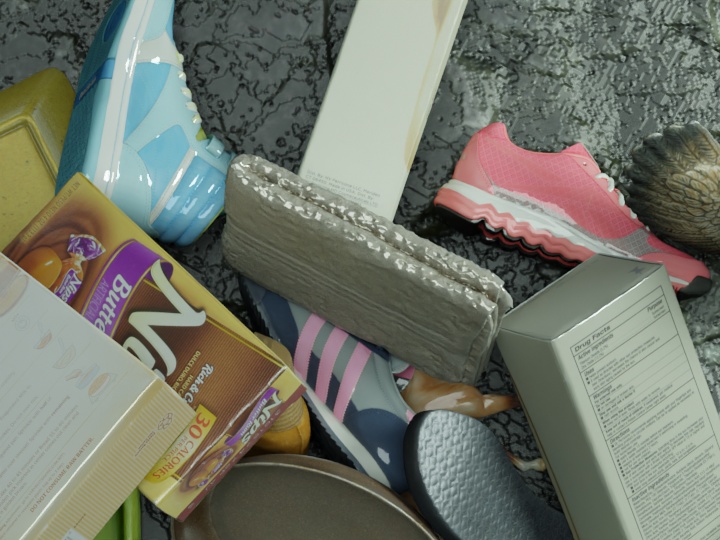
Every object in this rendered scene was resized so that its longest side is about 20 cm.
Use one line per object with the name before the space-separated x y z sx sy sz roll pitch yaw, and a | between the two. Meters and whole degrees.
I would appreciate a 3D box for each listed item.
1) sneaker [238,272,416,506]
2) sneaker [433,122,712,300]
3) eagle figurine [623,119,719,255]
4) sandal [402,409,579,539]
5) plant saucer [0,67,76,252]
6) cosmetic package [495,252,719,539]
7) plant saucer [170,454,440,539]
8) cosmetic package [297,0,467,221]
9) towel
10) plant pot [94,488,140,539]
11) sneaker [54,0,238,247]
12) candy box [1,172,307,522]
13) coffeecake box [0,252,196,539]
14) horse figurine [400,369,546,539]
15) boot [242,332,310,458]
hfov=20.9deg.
sneaker | -0.010 0.065 1.324 0.082 0.070 0.200 -29 66 -12
sneaker | 0.156 -0.042 1.342 0.200 0.074 0.087 22 82 0
eagle figurine | 0.286 -0.038 1.286 0.200 0.152 0.151 -11 68 -42
sandal | 0.083 0.162 1.281 0.200 0.043 0.076 46 55 -36
plant saucer | -0.258 -0.016 1.354 0.200 0.048 0.200 -27 86 -2
cosmetic package | 0.174 0.101 1.282 0.103 0.073 0.200 -31 111 -24
plant saucer | -0.027 0.185 1.290 0.200 0.200 0.032 23 46 2
cosmetic package | 0.013 -0.116 1.332 0.071 0.105 0.200 19 88 0
towel | 0.000 0.000 1.254 0.200 0.133 0.034 28 64 7
plant pot | -0.252 0.202 1.270 0.181 0.200 0.199 -1 86 6
sneaker | -0.130 -0.106 1.353 0.130 0.080 0.200 20 68 -22
candy box | -0.144 0.046 1.214 0.200 0.056 0.117 41 85 21
coffeecake box | -0.226 0.077 1.150 0.200 0.073 0.154 35 80 24
horse figurine | 0.057 0.137 1.342 0.132 0.050 0.200 26 84 -4
boot | -0.122 0.076 1.312 0.201 0.144 0.071 26 53 21
